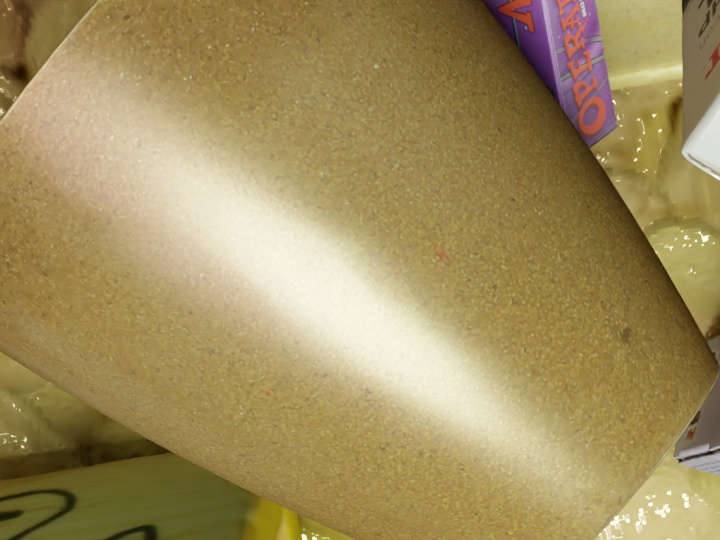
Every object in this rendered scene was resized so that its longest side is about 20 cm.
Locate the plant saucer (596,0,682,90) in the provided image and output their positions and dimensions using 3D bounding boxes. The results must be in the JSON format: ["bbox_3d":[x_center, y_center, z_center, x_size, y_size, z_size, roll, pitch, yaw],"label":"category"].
[{"bbox_3d":[0.129,-0.164,0.831,0.199,0.049,0.201,-9,120,11],"label":"plant saucer"}]

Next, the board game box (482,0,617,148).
[{"bbox_3d":[0.013,-0.137,0.832,0.120,0.032,0.201,15,130,39],"label":"board game box"}]

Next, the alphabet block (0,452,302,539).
[{"bbox_3d":[-0.113,0.190,0.944,0.199,0.195,0.197,-10,105,6],"label":"alphabet block"}]

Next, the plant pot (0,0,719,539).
[{"bbox_3d":[0.000,0.000,0.803,0.200,0.186,0.186,41,118,1],"label":"plant pot"}]

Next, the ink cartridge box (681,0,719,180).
[{"bbox_3d":[0.154,-0.110,0.715,0.084,0.200,0.145,28,120,-11],"label":"ink cartridge box"}]

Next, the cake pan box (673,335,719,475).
[{"bbox_3d":[0.209,0.059,0.880,0.184,0.200,0.053,13,83,-1],"label":"cake pan box"}]
